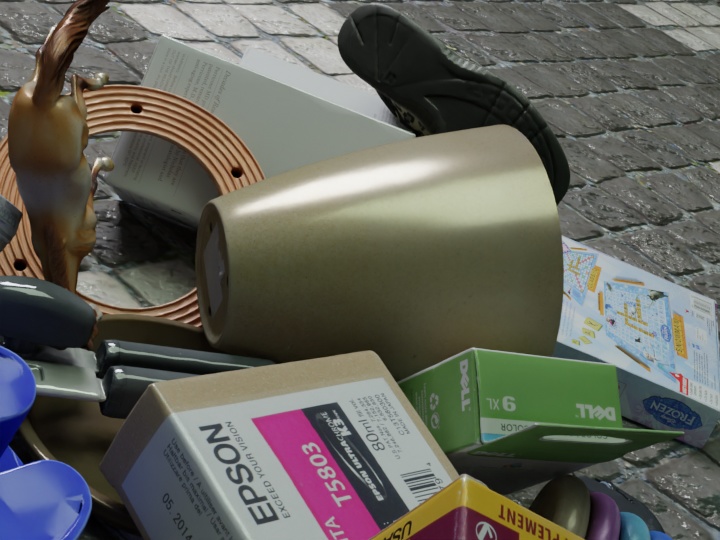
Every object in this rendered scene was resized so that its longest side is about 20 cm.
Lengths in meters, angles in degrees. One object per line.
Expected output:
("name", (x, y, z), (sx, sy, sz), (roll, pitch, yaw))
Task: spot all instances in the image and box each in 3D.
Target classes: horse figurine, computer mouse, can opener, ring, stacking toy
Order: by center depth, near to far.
("can opener", (-0.132, 0.055, 0.855), (0.200, 0.067, 0.053), (14, 28, -26))
("horse figurine", (-0.176, -0.064, 0.889), (0.050, 0.200, 0.133), (4, 31, 2))
("stacking toy", (0.192, 0.198, 0.889), (0.200, 0.086, 0.085), (24, 26, -5))
("ring", (-0.156, -0.033, 1.003), (0.200, 0.019, 0.201), (6, 67, -15))
("computer mouse", (0.156, 0.136, 1.023), (0.058, 0.034, 0.200), (6, 30, -28))

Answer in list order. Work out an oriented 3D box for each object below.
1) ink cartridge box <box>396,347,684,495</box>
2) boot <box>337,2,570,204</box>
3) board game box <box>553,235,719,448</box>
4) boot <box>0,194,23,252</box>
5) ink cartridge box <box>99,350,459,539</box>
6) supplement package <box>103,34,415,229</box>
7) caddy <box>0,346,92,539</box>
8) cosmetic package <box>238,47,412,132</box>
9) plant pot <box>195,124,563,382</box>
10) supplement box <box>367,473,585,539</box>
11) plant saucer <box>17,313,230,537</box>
("ink cartridge box", (0.086, 0.089, 0.882), (0.104, 0.200, 0.059), (8, 69, -27))
("boot", (0.080, -0.119, 1.127), (0.203, 0.074, 0.154), (41, 7, 8))
("board game box", (0.195, 0.044, 1.218), (0.199, 0.041, 0.200), (24, 26, 2))
("boot", (-0.286, -0.027, 0.930), (0.074, 0.096, 0.200), (41, -11, -31))
("ink cartridge box", (-0.017, 0.145, 0.786), (0.164, 0.075, 0.200), (-5, 50, -44))
("supplement package", (-0.074, -0.076, 1.107), (0.199, 0.118, 0.117), (21, -5, -2))
("caddy", (-0.226, 0.115, 0.693), (0.200, 0.105, 0.142), (-10, 64, -47))
("cosmetic package", (-0.024, -0.092, 1.225), (0.200, 0.113, 0.081), (23, 25, -3))
("plant pot", (0.000, 0.000, 0.960), (0.199, 0.188, 0.187), (-2, 33, -18))
("supplement box", (0.056, 0.211, 0.632), (0.131, 0.103, 0.200), (29, 44, -21))
("plant saucer", (-0.113, 0.096, 0.888), (0.200, 0.030, 0.200), (18, 28, -10))
